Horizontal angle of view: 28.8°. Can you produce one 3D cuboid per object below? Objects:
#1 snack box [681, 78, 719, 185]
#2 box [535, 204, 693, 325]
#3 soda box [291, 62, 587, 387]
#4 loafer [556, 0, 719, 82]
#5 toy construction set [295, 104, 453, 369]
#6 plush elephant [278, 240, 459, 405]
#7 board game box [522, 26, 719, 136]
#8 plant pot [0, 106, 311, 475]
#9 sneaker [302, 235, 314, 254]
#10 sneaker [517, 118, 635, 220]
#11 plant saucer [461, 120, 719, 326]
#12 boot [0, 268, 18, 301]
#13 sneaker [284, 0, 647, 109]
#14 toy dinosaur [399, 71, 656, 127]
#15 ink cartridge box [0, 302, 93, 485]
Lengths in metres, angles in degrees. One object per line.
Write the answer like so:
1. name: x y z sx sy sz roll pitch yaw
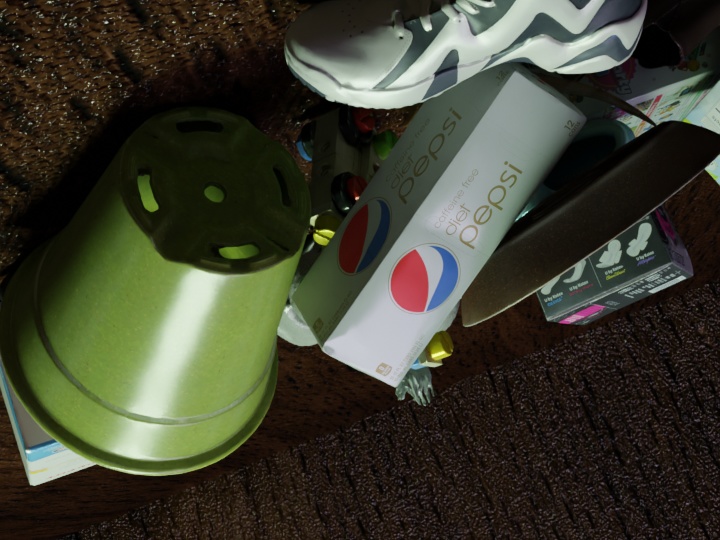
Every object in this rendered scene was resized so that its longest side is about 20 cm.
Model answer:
1. snack box: 0.331 -0.166 0.988 0.168 0.068 0.200 -37 168 -32
2. box: 0.233 -0.027 1.343 0.131 0.116 0.200 -26 170 16
3. soda box: 0.043 -0.035 0.837 0.063 0.068 0.201 27 105 -30
4. loafer: 0.201 -0.167 0.924 0.198 0.072 0.073 -19 169 -12
5. toy construction set: 0.005 -0.035 0.968 0.092 0.201 0.131 -32 132 19
6. plush elephant: 0.000 0.000 1.151 0.154 0.203 0.164 19 157 -40
7. board game box: 0.168 -0.127 1.074 0.198 0.065 0.148 -20 168 -5
8. plant pot: -0.117 0.001 0.900 0.198 0.202 0.190 -14 156 -32
9. sneaker: 0.014 -0.008 1.317 0.197 0.077 0.114 -15 175 -4
10. sneaker: 0.108 -0.051 0.997 0.199 0.074 0.082 -35 163 3
11. plant saucer: 0.137 -0.036 0.876 0.199 0.035 0.200 -36 180 0
12. boot: -0.167 0.043 1.052 0.198 0.145 0.073 8 117 -24
13. sneaker: 0.053 -0.155 0.726 0.196 0.080 0.130 -1 150 5
14. toy dinosaur: 0.084 -0.124 0.905 0.105 0.061 0.199 -8 -167 -31
15. ink cartridge box: -0.243 0.097 1.208 0.127 0.127 0.200 -17 168 -18
